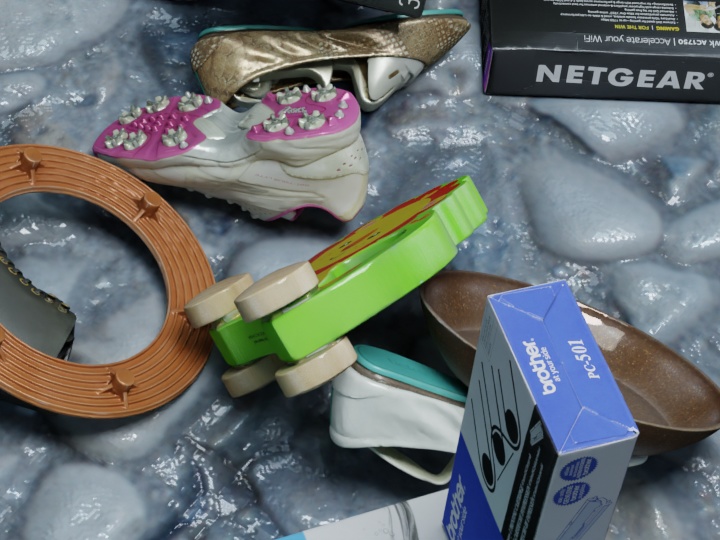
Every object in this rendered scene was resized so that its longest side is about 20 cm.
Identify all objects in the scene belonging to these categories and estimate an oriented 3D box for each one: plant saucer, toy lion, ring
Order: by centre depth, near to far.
[{"bbox_3d":[0.121,0.059,1.136,0.199,0.037,0.201,21,16,-6],"label":"plant saucer"},{"bbox_3d":[0.000,0.000,1.142,0.191,0.200,0.069,-32,97,-17],"label":"toy lion"},{"bbox_3d":[-0.176,0.000,1.178,0.199,0.019,0.202,18,47,-20],"label":"ring"}]

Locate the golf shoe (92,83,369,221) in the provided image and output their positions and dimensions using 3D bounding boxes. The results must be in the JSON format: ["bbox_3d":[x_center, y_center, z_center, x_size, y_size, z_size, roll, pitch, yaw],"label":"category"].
[{"bbox_3d":[-0.085,-0.067,1.257,0.198,0.092,0.076,1,39,28],"label":"golf shoe"}]

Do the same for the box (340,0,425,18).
[{"bbox_3d":[-0.021,-0.287,1.283,0.147,0.202,0.124,10,8,-23],"label":"box"}]

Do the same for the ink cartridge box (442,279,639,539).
[{"bbox_3d":[0.084,0.106,0.952,0.044,0.201,0.094,-11,52,-14],"label":"ink cartridge box"}]

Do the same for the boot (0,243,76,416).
[{"bbox_3d":[-0.228,-0.003,1.204,0.137,0.078,0.201,15,61,0],"label":"boot"}]

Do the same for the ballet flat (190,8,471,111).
[{"bbox_3d":[-0.018,-0.140,1.334,0.198,0.071,0.066,-7,79,-6],"label":"ballet flat"}]

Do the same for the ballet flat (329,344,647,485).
[{"bbox_3d":[0.071,0.099,1.127,0.198,0.070,0.070,16,48,-17],"label":"ballet flat"}]

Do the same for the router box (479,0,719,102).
[{"bbox_3d":[0.186,-0.194,1.386,0.198,0.051,0.150,2,52,-1],"label":"router box"}]

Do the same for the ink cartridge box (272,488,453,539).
[{"bbox_3d":[0.041,0.189,1.056,0.198,0.067,0.116,-15,53,-15],"label":"ink cartridge box"}]
